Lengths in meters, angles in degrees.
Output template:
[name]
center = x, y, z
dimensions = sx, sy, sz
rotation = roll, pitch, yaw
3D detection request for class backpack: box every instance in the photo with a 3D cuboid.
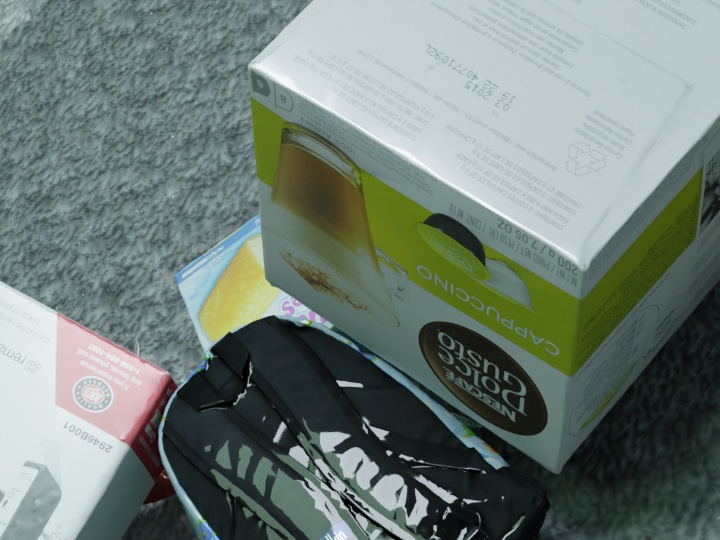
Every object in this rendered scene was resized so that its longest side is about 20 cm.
[backpack]
center = -0.018, 0.118, 1.255
dimensions = 0.200, 0.154, 0.163
rotation = 41, 84, 13

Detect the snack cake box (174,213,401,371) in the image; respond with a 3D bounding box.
[snack cake box]
center = 0.000, 0.000, 1.377
dimensions = 0.199, 0.067, 0.115
rotation = -35, 44, 9

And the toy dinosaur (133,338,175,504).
[toy dinosaur]
center = -0.177, 0.106, 1.445
dimensions = 0.181, 0.105, 0.201
rotation = 43, 129, 31

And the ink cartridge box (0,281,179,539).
[ink cartridge box]
center = -0.205, 0.120, 1.282
dimensions = 0.144, 0.084, 0.201
rotation = 27, 76, 13

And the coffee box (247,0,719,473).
[coffee box]
center = 0.083, -0.060, 1.200
dimensions = 0.199, 0.198, 0.200
rotation = 33, 62, 20
